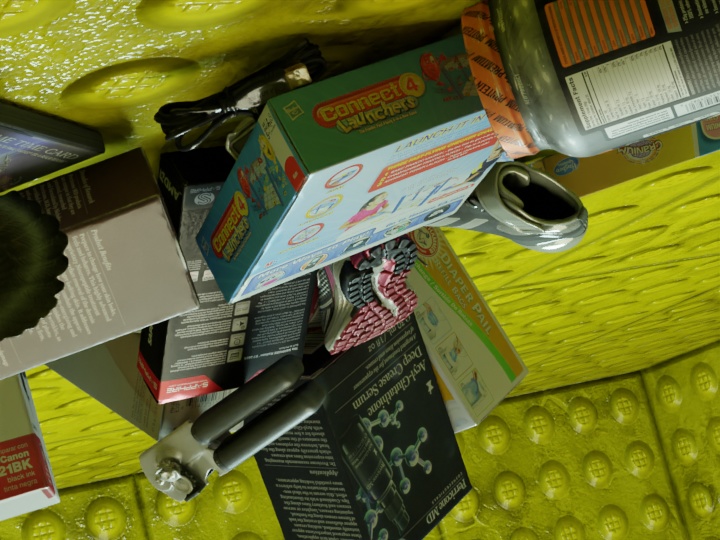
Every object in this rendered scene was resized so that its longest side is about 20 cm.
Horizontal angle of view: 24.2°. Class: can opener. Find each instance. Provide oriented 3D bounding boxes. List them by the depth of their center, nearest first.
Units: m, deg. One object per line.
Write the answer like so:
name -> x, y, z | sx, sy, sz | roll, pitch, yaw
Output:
can opener -> -0.102, 0.123, 1.318 | 0.200, 0.053, 0.066 | -36, -171, 39

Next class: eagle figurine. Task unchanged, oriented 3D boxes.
eagle figurine -> -0.287, -0.002, 0.984 | 0.151, 0.152, 0.200 | -40, 157, 16

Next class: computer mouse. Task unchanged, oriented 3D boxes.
computer mouse -> -0.061, -0.097, 1.107 | 0.110, 0.044, 0.200 | -30, 166, 3

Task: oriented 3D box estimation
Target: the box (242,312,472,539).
box -> -0.007, 0.145, 1.476 | 0.107, 0.200, 0.148 | -2, -155, 40

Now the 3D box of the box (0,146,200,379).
box -> -0.219, 0.003, 1.126 | 0.200, 0.075, 0.100 | -19, 128, -5

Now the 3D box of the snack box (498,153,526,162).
snack box -> 0.099, -0.096, 1.391 | 0.200, 0.024, 0.072 | -17, 169, 12

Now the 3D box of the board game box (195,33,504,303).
board game box -> 0.007, -0.072, 1.123 | 0.200, 0.056, 0.196 | -22, 164, -28

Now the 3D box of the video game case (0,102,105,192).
video game case -> -0.283, -0.060, 1.072 | 0.200, 0.019, 0.143 | -19, 169, 19

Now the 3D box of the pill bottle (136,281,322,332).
pill bottle -> -0.105, 0.001, 1.379 | 0.200, 0.113, 0.113 | -3, 165, -44

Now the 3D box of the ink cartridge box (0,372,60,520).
ink cartridge box -> -0.316, 0.101, 1.379 | 0.084, 0.200, 0.144 | -17, 170, -10

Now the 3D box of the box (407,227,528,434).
box -> 0.045, 0.050, 1.553 | 0.112, 0.200, 0.101 | -27, -172, 44

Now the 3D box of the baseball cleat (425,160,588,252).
baseball cleat -> 0.077, -0.067, 1.281 | 0.200, 0.070, 0.106 | 10, 167, 8

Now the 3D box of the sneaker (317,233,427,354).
sneaker -> 0.000, 0.000, 1.326 | 0.081, 0.075, 0.200 | -26, 157, -19

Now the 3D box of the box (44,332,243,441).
box -> -0.190, 0.070, 1.437 | 0.095, 0.078, 0.200 | -5, -158, -44

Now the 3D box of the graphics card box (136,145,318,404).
graphics card box -> -0.095, 0.000, 1.257 | 0.125, 0.051, 0.200 | -10, 130, -27

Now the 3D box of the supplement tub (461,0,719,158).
supplement tub -> 0.168, -0.141, 0.983 | 0.200, 0.123, 0.123 | -17, 169, 15

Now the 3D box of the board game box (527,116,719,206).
board game box -> 0.231, -0.099, 1.400 | 0.200, 0.040, 0.153 | -19, 180, -7

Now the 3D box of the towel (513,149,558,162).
towel -> 0.206, -0.120, 1.224 | 0.200, 0.018, 0.086 | -14, 164, 3
